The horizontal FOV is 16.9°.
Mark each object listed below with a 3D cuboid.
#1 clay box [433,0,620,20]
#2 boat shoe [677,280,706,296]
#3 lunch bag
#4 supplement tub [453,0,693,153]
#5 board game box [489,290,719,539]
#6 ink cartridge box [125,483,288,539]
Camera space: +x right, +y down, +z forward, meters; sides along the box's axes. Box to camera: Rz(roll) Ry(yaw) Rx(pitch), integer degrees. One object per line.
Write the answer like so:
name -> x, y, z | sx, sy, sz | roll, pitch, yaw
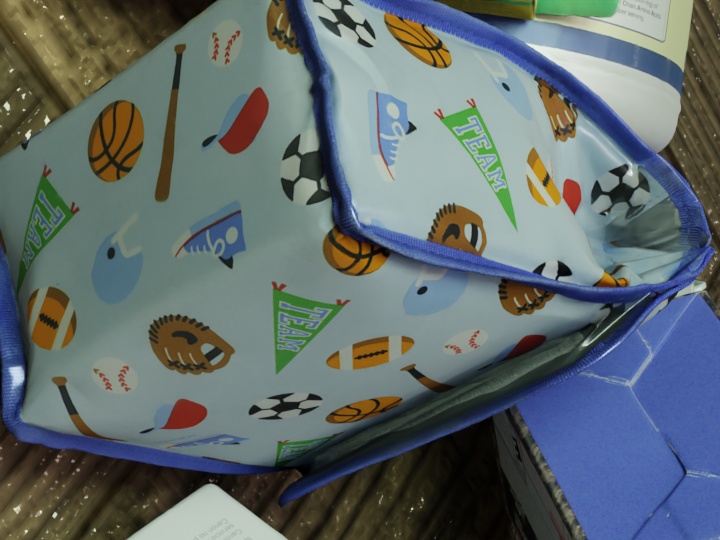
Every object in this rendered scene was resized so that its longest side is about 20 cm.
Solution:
clay box -> -0.006, -0.150, 0.814 | 0.048, 0.200, 0.115 | 37, 59, -83
boat shoe -> 0.119, 0.026, 1.033 | 0.201, 0.070, 0.072 | 23, 81, -41
lunch bag -> 0.000, 0.000, 0.819 | 0.200, 0.170, 0.124 | 15, 55, -47
supplement tub -> 0.058, -0.148, 0.907 | 0.145, 0.145, 0.200 | 13, 83, -46
board game box -> 0.124, 0.139, 0.939 | 0.097, 0.159, 0.200 | -15, 122, -6
ink cartridge box -> -0.029, 0.181, 0.786 | 0.145, 0.200, 0.083 | -32, 147, -41
